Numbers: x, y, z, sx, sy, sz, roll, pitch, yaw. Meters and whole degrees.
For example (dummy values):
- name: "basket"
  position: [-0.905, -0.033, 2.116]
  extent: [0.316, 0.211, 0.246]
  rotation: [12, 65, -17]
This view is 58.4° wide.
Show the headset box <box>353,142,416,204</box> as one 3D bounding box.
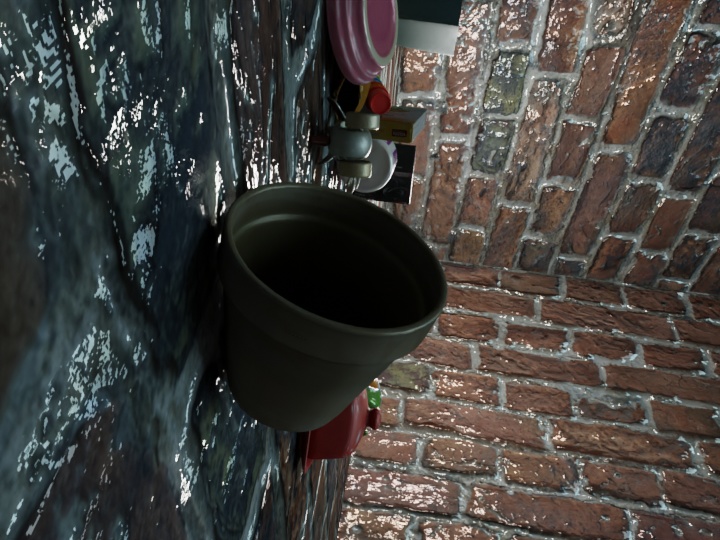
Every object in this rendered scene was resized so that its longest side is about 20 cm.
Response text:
- name: "headset box"
  position: [0.054, -0.237, 1.537]
  extent: [0.200, 0.148, 0.078]
  rotation: [86, 11, -74]

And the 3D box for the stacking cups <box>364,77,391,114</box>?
- name: "stacking cups"
  position: [0.026, -0.334, 1.224]
  extent: [0.200, 0.060, 0.061]
  rotation: [-108, -160, -60]

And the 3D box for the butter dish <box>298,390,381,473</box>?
- name: "butter dish"
  position: [-0.032, 0.280, 1.252]
  extent: [0.199, 0.147, 0.202]
  rotation: [-25, 122, -86]

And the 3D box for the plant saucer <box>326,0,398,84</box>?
- name: "plant saucer"
  position: [0.011, -0.385, 0.971]
  extent: [0.200, 0.050, 0.202]
  rotation: [5, 90, -68]

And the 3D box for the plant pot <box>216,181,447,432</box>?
- name: "plant pot"
  position: [-0.044, 0.047, 0.584]
  extent: [0.200, 0.199, 0.174]
  rotation: [-76, -172, -57]

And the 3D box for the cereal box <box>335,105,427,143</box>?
- name: "cereal box"
  position: [0.044, -0.284, 1.225]
  extent: [0.200, 0.143, 0.040]
  rotation: [-60, 157, -65]

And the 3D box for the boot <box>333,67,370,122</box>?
- name: "boot"
  position: [-0.002, -0.354, 1.078]
  extent: [0.144, 0.070, 0.202]
  rotation: [-81, -179, -62]

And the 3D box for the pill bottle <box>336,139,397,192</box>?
- name: "pill bottle"
  position: [0.017, -0.227, 1.302]
  extent: [0.200, 0.111, 0.113]
  rotation: [-68, 165, -73]

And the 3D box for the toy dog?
- name: "toy dog"
  position: [-0.035, -0.196, 0.973]
  extent: [0.200, 0.096, 0.133]
  rotation: [166, -71, -79]

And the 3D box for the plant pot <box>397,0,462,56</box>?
- name: "plant pot"
  position: [0.091, -0.512, 1.220]
  extent: [0.141, 0.198, 0.142]
  rotation: [54, 44, -84]

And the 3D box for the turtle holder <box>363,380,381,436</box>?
- name: "turtle holder"
  position: [-0.022, 0.298, 1.482]
  extent: [0.186, 0.140, 0.132]
  rotation: [91, 6, -48]
